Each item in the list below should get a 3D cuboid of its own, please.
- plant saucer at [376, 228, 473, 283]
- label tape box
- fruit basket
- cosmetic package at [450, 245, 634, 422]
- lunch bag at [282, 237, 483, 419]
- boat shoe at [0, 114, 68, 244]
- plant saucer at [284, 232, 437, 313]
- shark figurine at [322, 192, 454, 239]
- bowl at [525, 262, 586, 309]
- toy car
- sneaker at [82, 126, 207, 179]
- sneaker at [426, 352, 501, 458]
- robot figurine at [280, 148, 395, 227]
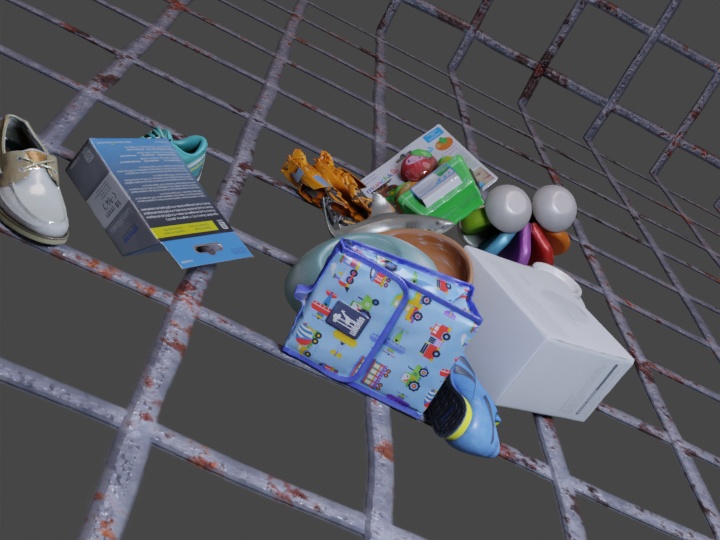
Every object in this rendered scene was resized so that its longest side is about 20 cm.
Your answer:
[{"bbox_3d":[0.050,0.019,1.352,0.200,0.038,0.200,-6,39,5],"label":"plant saucer"},{"bbox_3d":[-0.243,-0.068,1.247,0.200,0.063,0.144,53,28,14],"label":"label tape box"},{"bbox_3d":[0.107,-0.154,1.742,0.200,0.185,0.094,53,-2,39],"label":"fruit basket"},{"bbox_3d":[0.223,0.088,1.398,0.200,0.123,0.199,18,25,-42],"label":"cosmetic package"},{"bbox_3d":[0.015,0.057,1.193,0.200,0.151,0.094,24,23,-13],"label":"lunch bag"},{"bbox_3d":[-0.382,-0.107,1.170,0.075,0.068,0.200,4,34,-47],"label":"boat shoe"},{"bbox_3d":[0.000,0.000,1.313,0.201,0.039,0.201,-4,36,3],"label":"plant saucer"},{"bbox_3d":[0.016,-0.075,1.525,0.214,0.090,0.128,-3,-8,-31],"label":"shark figurine"},{"bbox_3d":[0.286,0.049,1.616,0.200,0.094,0.201,24,23,-11],"label":"bowl"},{"bbox_3d":[0.271,-0.059,1.773,0.200,0.175,0.150,-1,77,-22],"label":"toy car"},{"bbox_3d":[-0.288,-0.158,1.381,0.077,0.080,0.200,42,26,27],"label":"sneaker"},{"bbox_3d":[0.122,0.155,1.241,0.078,0.066,0.200,34,20,-22],"label":"sneaker"},{"bbox_3d":[-0.028,-0.118,1.638,0.200,0.058,0.145,40,25,26],"label":"robot figurine"}]
